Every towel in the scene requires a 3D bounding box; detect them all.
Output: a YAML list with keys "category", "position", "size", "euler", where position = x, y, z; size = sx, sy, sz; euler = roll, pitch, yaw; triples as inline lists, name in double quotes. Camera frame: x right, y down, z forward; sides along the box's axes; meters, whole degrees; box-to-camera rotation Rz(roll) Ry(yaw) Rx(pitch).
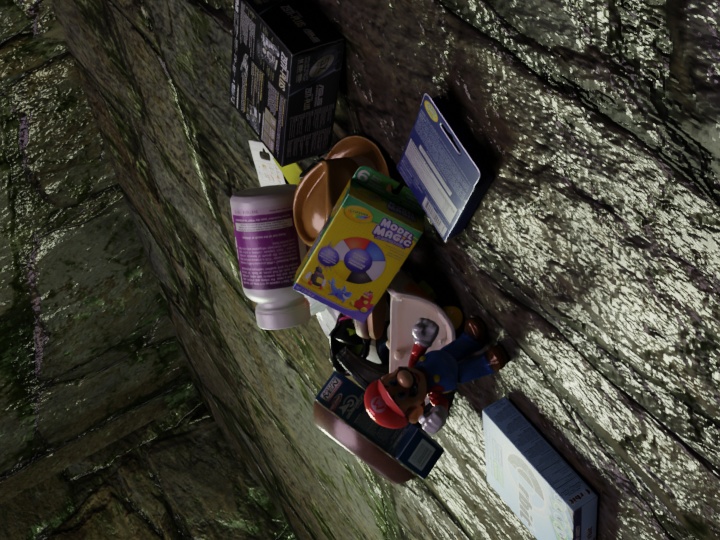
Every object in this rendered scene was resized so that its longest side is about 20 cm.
- category: "towel"
  position: [-0.067, -0.106, 1.834]
  size: [0.201, 0.018, 0.086]
  euler: [55, 162, -18]

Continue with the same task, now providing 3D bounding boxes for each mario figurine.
- category: "mario figurine"
  position: [0.094, 0.134, 1.487]
  size: [0.123, 0.199, 0.107]
  euler: [27, 142, 61]

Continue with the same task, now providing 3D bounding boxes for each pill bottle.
- category: "pill bottle"
  position: [-0.127, -0.020, 1.686]
  size: [0.112, 0.111, 0.203]
  euler: [-161, 61, -65]

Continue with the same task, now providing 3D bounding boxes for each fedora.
- category: "fedora"
  position: [-0.037, -0.091, 1.590]
  size: [0.200, 0.081, 0.203]
  euler: [-5, 83, 51]

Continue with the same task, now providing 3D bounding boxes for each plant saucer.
- category: "plant saucer"
  position: [-0.001, 0.275, 1.780]
  size: [0.200, 0.035, 0.200]
  euler: [37, 174, 5]

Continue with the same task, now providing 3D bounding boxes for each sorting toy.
- category: "sorting toy"
  position: [0.070, 0.077, 1.657]
  size: [0.180, 0.106, 0.202]
  euler: [-120, 28, -60]

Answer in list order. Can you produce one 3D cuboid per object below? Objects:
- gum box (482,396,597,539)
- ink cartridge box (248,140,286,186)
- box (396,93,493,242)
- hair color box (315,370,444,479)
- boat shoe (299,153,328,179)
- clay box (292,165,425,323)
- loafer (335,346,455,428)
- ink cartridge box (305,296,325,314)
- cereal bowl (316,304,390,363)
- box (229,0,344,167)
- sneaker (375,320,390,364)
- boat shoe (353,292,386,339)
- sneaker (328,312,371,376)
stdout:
- category: "gum box"
  position: [0.244, 0.297, 1.557]
  size: [0.200, 0.044, 0.171]
  euler: [48, 157, 41]
- category: "ink cartridge box"
  position: [-0.129, -0.136, 2.010]
  size: [0.162, 0.050, 0.202]
  euler: [22, 128, 65]
- category: "box"
  position: [0.101, -0.125, 1.365]
  size: [0.122, 0.032, 0.200]
  euler: [58, 164, 13]
- category: "hair color box"
  position: [0.029, 0.242, 1.796]
  size: [0.199, 0.061, 0.100]
  euler: [30, 170, 40]
- category: "boat shoe"
  position: [-0.028, -0.086, 1.736]
  size: [0.200, 0.066, 0.075]
  euler: [58, 163, 15]
- category: "clay box"
  position: [0.002, -0.034, 1.520]
  size: [0.201, 0.114, 0.048]
  euler: [-58, 12, 33]
- category: "loafer"
  position: [0.054, 0.167, 1.741]
  size: [0.199, 0.073, 0.073]
  euler: [34, -175, -15]
- category: "ink cartridge box"
  position: [-0.092, -0.022, 1.785]
  size: [0.200, 0.050, 0.164]
  euler: [109, 142, -77]
- category: "cereal bowl"
  position: [-0.020, 0.074, 1.923]
  size: [0.201, 0.083, 0.201]
  euler: [52, 159, 29]
- category: "box"
  position: [-0.108, -0.280, 1.598]
  size: [0.164, 0.085, 0.201]
  euler: [51, 149, 32]
- category: "sneaker"
  position: [0.078, 0.169, 1.826]
  size: [0.078, 0.069, 0.201]
  euler: [-103, -9, -58]
- category: "boat shoe"
  position: [0.000, 0.000, 1.670]
  size: [0.070, 0.069, 0.203]
  euler: [-6, -84, -72]
- category: "sneaker"
  position: [-0.007, 0.080, 1.791]
  size: [0.088, 0.073, 0.202]
  euler: [-60, -18, -71]
